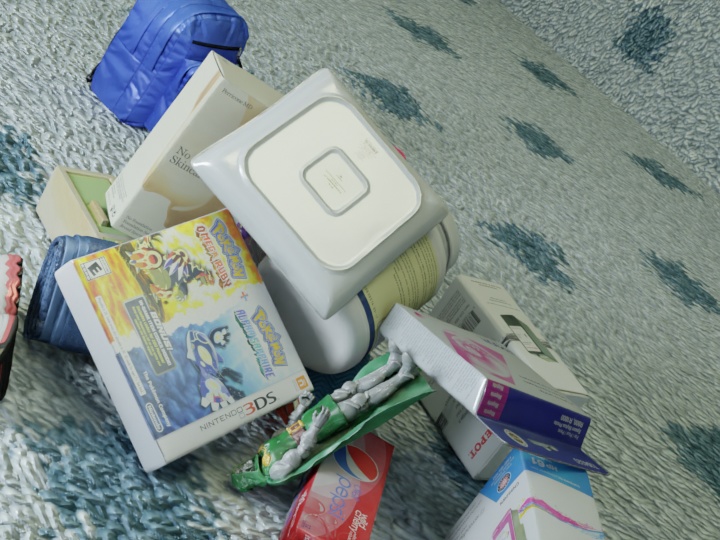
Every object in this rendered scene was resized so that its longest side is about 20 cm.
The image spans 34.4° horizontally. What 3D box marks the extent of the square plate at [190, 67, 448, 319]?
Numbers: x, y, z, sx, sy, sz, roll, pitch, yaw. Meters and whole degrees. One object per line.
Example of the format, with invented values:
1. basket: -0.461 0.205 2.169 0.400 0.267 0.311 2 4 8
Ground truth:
1. square plate: -0.031 -0.084 1.140 0.198 0.028 0.200 -40 90 -31

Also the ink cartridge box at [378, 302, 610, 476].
1. ink cartridge box: 0.142 0.117 1.156 0.196 0.043 0.200 23 12 -47

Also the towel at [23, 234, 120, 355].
1. towel: -0.216 0.035 1.131 0.200 0.112 0.049 16 7 -30

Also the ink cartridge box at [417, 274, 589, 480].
1. ink cartridge box: 0.149 0.126 1.356 0.084 0.146 0.200 13 31 -40

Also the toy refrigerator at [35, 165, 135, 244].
1. toy refrigerator: -0.269 -0.028 1.237 0.076 0.070 0.200 9 34 -42

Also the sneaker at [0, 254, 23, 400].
1. sneaker: -0.347 0.050 1.023 0.087 0.074 0.200 8 27 -18

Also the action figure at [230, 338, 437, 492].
1. action figure: -0.035 0.142 1.080 0.055 0.200 0.118 56 -7 -18

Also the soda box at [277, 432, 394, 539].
1. soda box: -0.024 0.217 1.076 0.070 0.063 0.200 31 24 -4

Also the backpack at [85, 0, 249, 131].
1. backpack: -0.243 -0.291 1.607 0.168 0.200 0.162 42 25 21

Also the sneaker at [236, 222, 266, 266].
1. sneaker: -0.108 -0.046 1.352 0.088 0.200 0.081 20 47 13

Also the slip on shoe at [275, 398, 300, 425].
1. slip on shoe: -0.111 0.101 1.205 0.061 0.074 0.200 -26 62 -19

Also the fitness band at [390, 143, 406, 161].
1. fitness band: -0.035 -0.125 1.262 0.144 0.037 0.200 -8 27 -26

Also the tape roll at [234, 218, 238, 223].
1. tape roll: -0.084 -0.061 1.528 0.200 0.066 0.200 26 26 -14

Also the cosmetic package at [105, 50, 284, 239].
1. cosmetic package: -0.167 -0.115 1.211 0.105 0.200 0.071 27 22 -32

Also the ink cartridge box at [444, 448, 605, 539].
1. ink cartridge box: 0.154 0.279 1.071 0.085 0.145 0.200 26 25 -14

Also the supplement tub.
1. supplement tub: 0.000 0.000 1.231 0.145 0.145 0.200 39 50 15

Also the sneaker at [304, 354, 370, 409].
1. sneaker: -0.029 0.091 1.296 0.076 0.081 0.200 20 46 -1

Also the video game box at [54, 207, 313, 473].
1. video game box: -0.158 0.059 1.078 0.182 0.047 0.200 -23 87 -43
